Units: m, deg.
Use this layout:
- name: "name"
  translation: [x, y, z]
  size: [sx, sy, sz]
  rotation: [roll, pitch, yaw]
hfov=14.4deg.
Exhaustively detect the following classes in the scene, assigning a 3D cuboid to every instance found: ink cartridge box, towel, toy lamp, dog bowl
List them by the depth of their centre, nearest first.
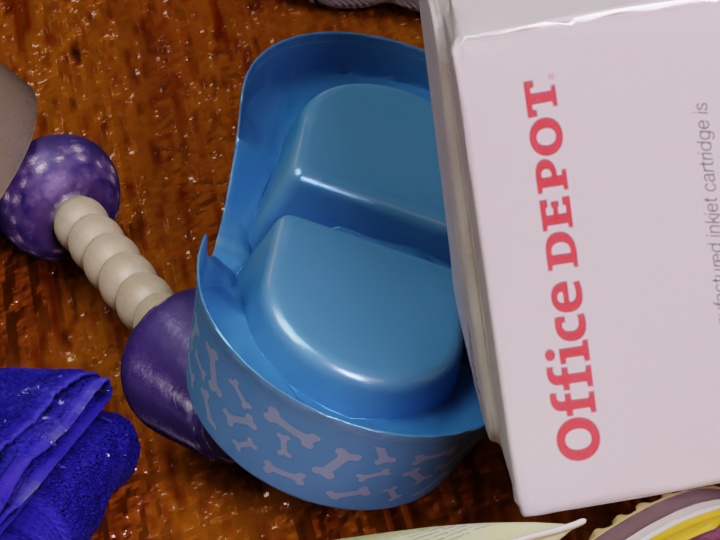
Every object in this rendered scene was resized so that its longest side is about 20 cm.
- name: "ink cartridge box"
  translation: [0.122, -0.041, 0.816]
  size: [0.200, 0.147, 0.145]
  rotation: [-9, 25, -1]
- name: "towel"
  translation: [-0.158, 0.068, 0.890]
  size: [0.147, 0.050, 0.200]
  rotation: [7, 14, 7]
- name: "dog bowl"
  translation: [0.000, 0.000, 0.938]
  size: [0.111, 0.050, 0.200]
  rotation: [19, 38, -7]
- name: "toy lamp"
  translation: [-0.077, 0.009, 1.010]
  size: [0.058, 0.058, 0.200]
  rotation: [-31, 35, -9]

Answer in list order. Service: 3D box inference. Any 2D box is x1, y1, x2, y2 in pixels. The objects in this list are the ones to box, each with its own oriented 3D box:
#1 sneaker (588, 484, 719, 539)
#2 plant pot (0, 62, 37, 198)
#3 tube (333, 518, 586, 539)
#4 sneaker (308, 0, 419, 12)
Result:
- name: "sneaker"
  translation: [0.054, 0.131, 0.741]
  size: [0.200, 0.075, 0.090]
  rotation: [-37, 29, -16]
- name: "plant pot"
  translation: [-0.256, -0.076, 1.070]
  size: [0.187, 0.200, 0.187]
  rotation: [-32, 26, 18]
- name: "tube"
  translation: [-0.031, 0.102, 0.791]
  size: [0.200, 0.052, 0.058]
  rotation: [-26, 29, 44]
- name: "sneaker"
  translation: [0.032, -0.164, 1.166]
  size: [0.200, 0.075, 0.115]
  rotation: [14, 49, 37]
